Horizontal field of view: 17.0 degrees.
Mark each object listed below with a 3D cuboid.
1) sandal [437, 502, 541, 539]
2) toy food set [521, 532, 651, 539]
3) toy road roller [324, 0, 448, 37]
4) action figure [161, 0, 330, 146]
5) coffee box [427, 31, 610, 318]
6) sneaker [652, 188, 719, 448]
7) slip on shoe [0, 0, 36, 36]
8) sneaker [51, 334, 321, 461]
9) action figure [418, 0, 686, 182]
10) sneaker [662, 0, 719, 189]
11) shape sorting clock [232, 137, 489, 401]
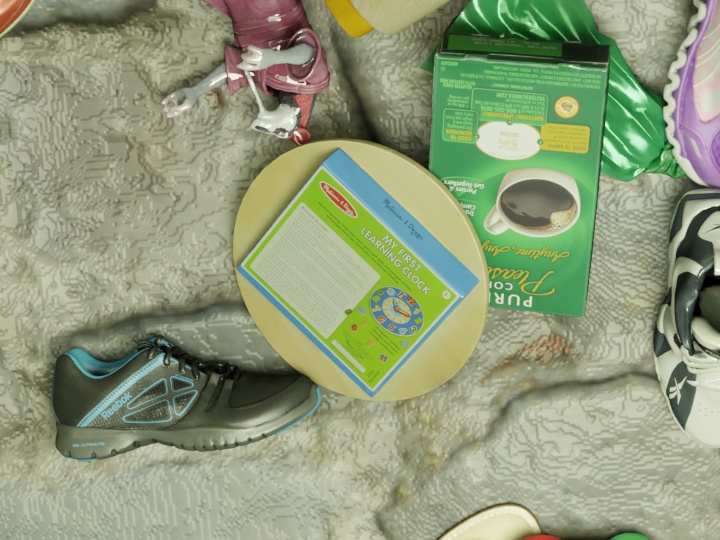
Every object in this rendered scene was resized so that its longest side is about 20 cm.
[{"bbox_3d":[0.050,0.258,1.768,0.212,0.070,0.078,-38,95,9],"label":"sandal"},{"bbox_3d":[0.168,0.288,1.748,0.198,0.049,0.200,40,82,-5],"label":"toy food set"},{"bbox_3d":[0.034,-0.257,1.621,0.123,0.200,0.146,-31,98,28],"label":"toy road roller"},{"bbox_3d":[-0.066,-0.179,1.709,0.149,0.134,0.200,-34,113,-33],"label":"action figure"},{"bbox_3d":[0.108,-0.066,1.690,0.123,0.044,0.200,5,120,7],"label":"coffee box"},{"bbox_3d":[0.249,0.056,1.675,0.079,0.130,0.199,5,116,1],"label":"sneaker"},{"bbox_3d":[-0.305,-0.183,1.727,0.200,0.061,0.074,-32,94,7],"label":"slip on shoe"},{"bbox_3d":[-0.129,0.089,1.752,0.200,0.073,0.082,-7,97,4],"label":"sneaker"},{"bbox_3d":[0.154,-0.129,1.705,0.200,0.055,0.118,39,98,-5],"label":"action figure"},{"bbox_3d":[0.271,-0.151,1.665,0.080,0.088,0.200,0,103,-38],"label":"sneaker"},{"bbox_3d":[0.000,0.000,1.719,0.200,0.039,0.200,13,120,24],"label":"shape sorting clock"}]
